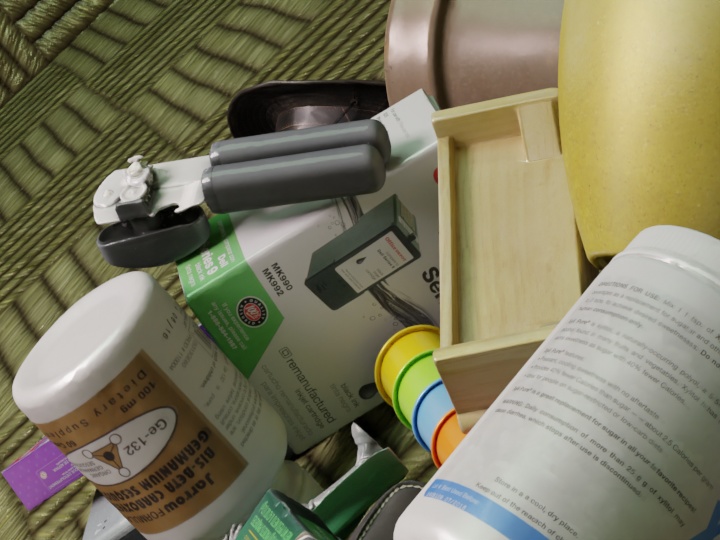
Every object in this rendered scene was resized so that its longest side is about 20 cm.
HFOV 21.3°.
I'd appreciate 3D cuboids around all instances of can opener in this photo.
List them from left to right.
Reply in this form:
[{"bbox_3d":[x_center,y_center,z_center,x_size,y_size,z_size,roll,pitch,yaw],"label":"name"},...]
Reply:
[{"bbox_3d":[-0.075,-0.051,1.195,0.199,0.067,0.053,-11,39,18],"label":"can opener"}]

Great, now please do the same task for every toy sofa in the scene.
[{"bbox_3d":[0.090,0.000,1.099,0.082,0.098,0.201,-11,48,13],"label":"toy sofa"}]

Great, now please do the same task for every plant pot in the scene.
[{"bbox_3d":[0.140,-0.144,1.307,0.174,0.201,0.201,6,48,40],"label":"plant pot"},{"bbox_3d":[0.191,-0.061,1.047,0.200,0.199,0.143,0,73,61],"label":"plant pot"}]

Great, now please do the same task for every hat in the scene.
[{"bbox_3d":[-0.006,-0.080,1.471,0.200,0.200,0.081,-20,59,45],"label":"hat"}]

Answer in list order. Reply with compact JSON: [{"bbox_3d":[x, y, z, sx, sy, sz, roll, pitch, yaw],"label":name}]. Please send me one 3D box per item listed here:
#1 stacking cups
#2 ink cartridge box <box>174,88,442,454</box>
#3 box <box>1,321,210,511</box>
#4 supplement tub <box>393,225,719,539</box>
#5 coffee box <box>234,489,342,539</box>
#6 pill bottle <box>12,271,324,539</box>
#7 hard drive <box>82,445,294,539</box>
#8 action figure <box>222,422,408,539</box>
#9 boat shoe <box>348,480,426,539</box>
[{"bbox_3d":[0.058,0.089,1.123,0.060,0.061,0.200,-41,20,1],"label":"stacking cups"},{"bbox_3d":[0.000,0.000,1.244,0.199,0.146,0.084,-32,28,4],"label":"ink cartridge box"},{"bbox_3d":[-0.172,0.100,1.467,0.137,0.039,0.200,-33,4,28],"label":"box"},{"bbox_3d":[0.122,0.092,0.903,0.200,0.132,0.132,-48,21,-17],"label":"supplement tub"},{"bbox_3d":[-0.068,0.216,0.929,0.201,0.044,0.123,-55,25,1],"label":"coffee box"},{"bbox_3d":[-0.110,0.108,1.190,0.114,0.200,0.115,-35,21,16],"label":"pill bottle"},{"bbox_3d":[-0.112,0.129,1.394,0.200,0.033,0.140,-35,21,18],"label":"hard drive"},{"bbox_3d":[-0.055,0.178,1.120,0.200,0.055,0.118,-47,-18,-8],"label":"action figure"},{"bbox_3d":[0.009,0.186,0.977,0.066,0.071,0.201,99,-167,-52],"label":"boat shoe"}]
